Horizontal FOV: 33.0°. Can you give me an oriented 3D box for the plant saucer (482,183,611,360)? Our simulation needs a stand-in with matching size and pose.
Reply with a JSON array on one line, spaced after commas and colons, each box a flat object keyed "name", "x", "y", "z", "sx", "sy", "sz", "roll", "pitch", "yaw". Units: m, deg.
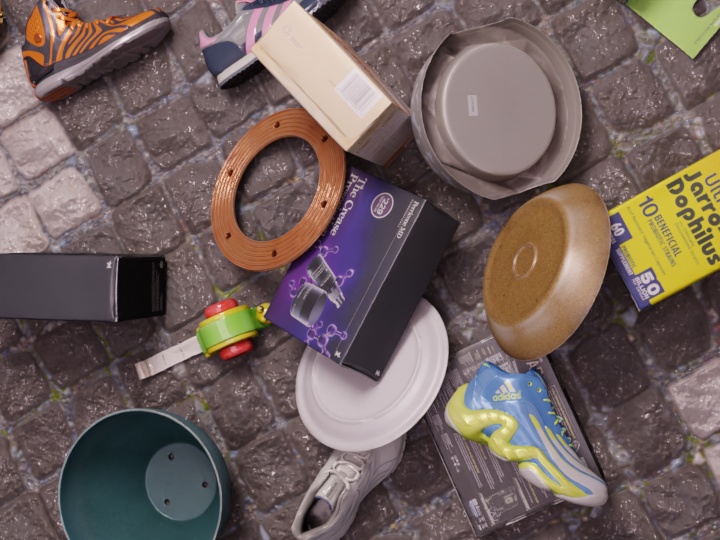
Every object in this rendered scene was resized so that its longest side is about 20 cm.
[{"name": "plant saucer", "x": 0.187, "y": -0.005, "z": 1.302, "sx": 0.035, "sy": 0.200, "sz": 0.202, "roll": 21, "pitch": 95, "yaw": -25}]

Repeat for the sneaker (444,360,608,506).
[{"name": "sneaker", "x": 0.192, "y": 0.168, "z": 1.307, "sx": 0.199, "sy": 0.076, "sz": 0.106, "roll": 29, "pitch": 95, "yaw": 12}]

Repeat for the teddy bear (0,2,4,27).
[{"name": "teddy bear", "x": -0.533, "y": -0.324, "z": 1.542, "sx": 0.198, "sy": 0.067, "sz": 0.147, "roll": -15, "pitch": 77, "yaw": 19}]

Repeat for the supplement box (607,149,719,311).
[{"name": "supplement box", "x": 0.360, "y": -0.051, "z": 1.298, "sx": 0.199, "sy": 0.109, "sz": 0.110, "roll": -30, "pitch": 83, "yaw": 11}]

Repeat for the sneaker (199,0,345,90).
[{"name": "sneaker", "x": -0.105, "y": -0.300, "z": 1.430, "sx": 0.199, "sy": 0.070, "sz": 0.082, "roll": -33, "pitch": 85, "yaw": 9}]

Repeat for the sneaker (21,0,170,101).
[{"name": "sneaker", "x": -0.334, "y": -0.297, "z": 1.480, "sx": 0.198, "sy": 0.078, "sz": 0.113, "roll": -24, "pitch": 85, "yaw": 12}]

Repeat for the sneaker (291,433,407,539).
[{"name": "sneaker", "x": -0.011, "y": 0.235, "z": 1.393, "sx": 0.074, "sy": 0.087, "sz": 0.201, "roll": 30, "pitch": 95, "yaw": 14}]

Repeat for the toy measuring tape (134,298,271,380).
[{"name": "toy measuring tape", "x": -0.190, "y": 0.085, "z": 1.446, "sx": 0.198, "sy": 0.074, "sz": 0.074, "roll": -23, "pitch": 84, "yaw": 12}]

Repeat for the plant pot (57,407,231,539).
[{"name": "plant pot", "x": -0.233, "y": 0.257, "z": 1.420, "sx": 0.198, "sy": 0.135, "sz": 0.203, "roll": 0, "pitch": 89, "yaw": 14}]

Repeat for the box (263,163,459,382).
[{"name": "box", "x": 0.000, "y": 0.000, "z": 1.361, "sx": 0.141, "sy": 0.079, "sz": 0.201, "roll": 27, "pitch": 89, "yaw": 39}]

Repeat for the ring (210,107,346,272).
[{"name": "ring", "x": -0.095, "y": -0.093, "z": 1.411, "sx": 0.199, "sy": 0.019, "sz": 0.203, "roll": -16, "pitch": 62, "yaw": 32}]

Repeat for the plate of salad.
[{"name": "plate of salad", "x": 0.015, "y": 0.114, "z": 1.383, "sx": 0.198, "sy": 0.048, "sz": 0.202, "roll": -16, "pitch": 55, "yaw": 25}]

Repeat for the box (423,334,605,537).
[{"name": "box", "x": 0.163, "y": 0.176, "z": 1.375, "sx": 0.159, "sy": 0.044, "sz": 0.202, "roll": -26, "pitch": 84, "yaw": 11}]

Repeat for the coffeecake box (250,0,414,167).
[{"name": "coffeecake box", "x": -0.019, "y": -0.199, "z": 1.342, "sx": 0.073, "sy": 0.200, "sz": 0.154, "roll": -45, "pitch": 81, "yaw": 9}]

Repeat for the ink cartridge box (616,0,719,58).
[{"name": "ink cartridge box", "x": 0.333, "y": -0.355, "z": 1.325, "sx": 0.200, "sy": 0.076, "sz": 0.148, "roll": 42, "pitch": 98, "yaw": 12}]

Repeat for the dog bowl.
[{"name": "dog bowl", "x": 0.144, "y": -0.174, "z": 1.331, "sx": 0.198, "sy": 0.059, "sz": 0.203, "roll": 1, "pitch": 86, "yaw": -22}]

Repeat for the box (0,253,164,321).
[{"name": "box", "x": -0.350, "y": 0.018, "z": 1.440, "sx": 0.198, "sy": 0.141, "sz": 0.080, "roll": 1, "pitch": 89, "yaw": 14}]
